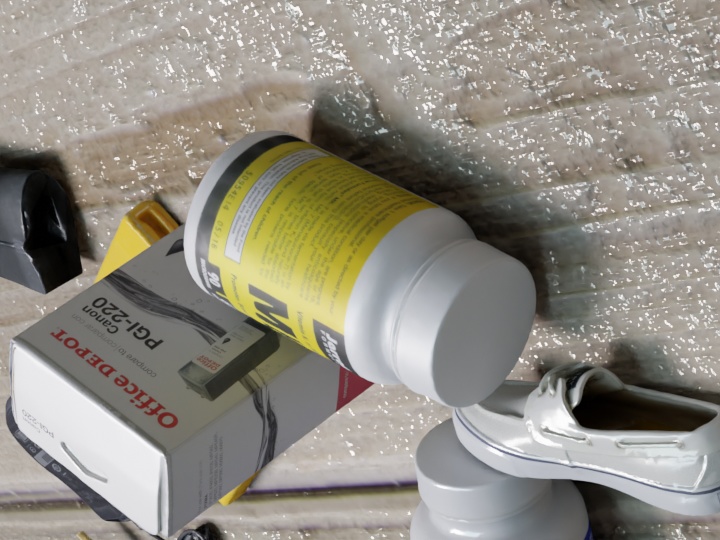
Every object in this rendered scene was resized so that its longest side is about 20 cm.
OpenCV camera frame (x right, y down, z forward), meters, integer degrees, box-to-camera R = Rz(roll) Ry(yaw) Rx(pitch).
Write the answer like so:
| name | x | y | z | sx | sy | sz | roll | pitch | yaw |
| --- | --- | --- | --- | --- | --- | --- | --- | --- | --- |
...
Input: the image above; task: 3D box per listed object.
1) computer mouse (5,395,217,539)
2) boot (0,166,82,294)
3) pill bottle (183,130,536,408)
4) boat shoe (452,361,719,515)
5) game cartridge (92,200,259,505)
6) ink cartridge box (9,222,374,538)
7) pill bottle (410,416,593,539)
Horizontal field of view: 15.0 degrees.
| name | x | y | z | sx | sy | sz | roll | pitch | yaw |
| --- | --- | --- | --- | --- | --- | --- | --- | --- | --- |
| computer mouse | -0.199 | 0.168 | 2.120 | 0.200 | 0.046 | 0.140 | 41 | 143 | -2 |
| boot | -0.300 | -0.072 | 1.995 | 0.200 | 0.066 | 0.165 | 19 | 143 | 47 |
| pill bottle | 0.000 | 0.000 | 1.634 | 0.200 | 0.114 | 0.114 | 27 | 139 | 36 |
| boat shoe | 0.133 | 0.084 | 1.584 | 0.200 | 0.071 | 0.070 | 16 | 132 | 41 |
| game cartridge | -0.123 | 0.063 | 1.935 | 0.176 | 0.032 | 0.200 | 47 | 150 | 9 |
| ink cartridge box | -0.105 | 0.058 | 1.742 | 0.146 | 0.200 | 0.085 | 34 | 143 | 27 |
| pill bottle | 0.093 | 0.188 | 1.697 | 0.112 | 0.112 | 0.200 | 18 | 133 | 43 |
